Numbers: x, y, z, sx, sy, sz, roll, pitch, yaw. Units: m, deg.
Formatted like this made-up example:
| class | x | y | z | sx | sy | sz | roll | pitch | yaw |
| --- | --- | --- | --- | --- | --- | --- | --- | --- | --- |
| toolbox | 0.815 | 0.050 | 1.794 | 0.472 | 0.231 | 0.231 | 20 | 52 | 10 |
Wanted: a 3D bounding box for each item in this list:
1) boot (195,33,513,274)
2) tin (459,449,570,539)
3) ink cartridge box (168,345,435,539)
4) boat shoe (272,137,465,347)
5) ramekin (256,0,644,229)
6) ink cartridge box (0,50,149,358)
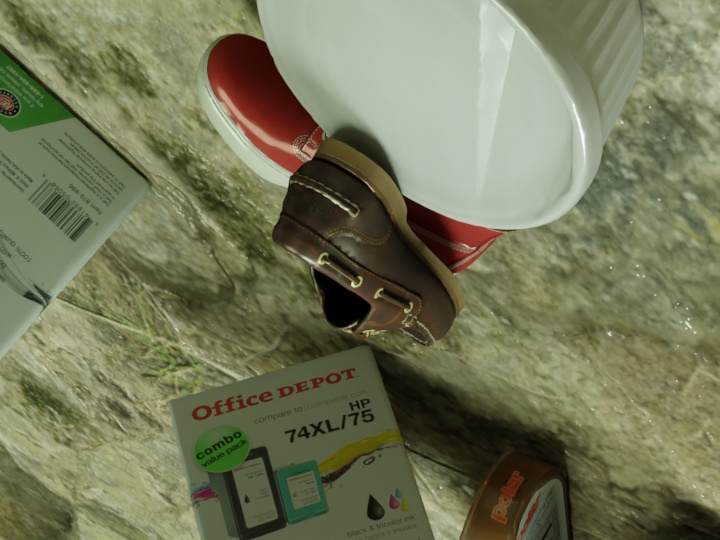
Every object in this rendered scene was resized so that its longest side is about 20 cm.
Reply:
| class | x | y | z | sx | sy | sz | roll | pitch | yaw |
| --- | --- | --- | --- | --- | --- | --- | --- | --- | --- |
| boot | 0.010 | -0.082 | 1.407 | 0.200 | 0.073 | 0.144 | 37 | 152 | -11 |
| tin | 0.102 | 0.201 | 1.643 | 0.042 | 0.112 | 0.201 | 14 | 144 | 19 |
| ink cartridge box | -0.029 | 0.183 | 1.641 | 0.147 | 0.146 | 0.201 | 79 | 173 | -48 |
| boat shoe | 0.000 | 0.000 | 1.375 | 0.070 | 0.071 | 0.200 | 23 | 165 | 29 |
| ramekin | 0.053 | -0.125 | 1.266 | 0.202 | 0.094 | 0.203 | 30 | 149 | 20 |
| ink cartridge box | -0.262 | -0.025 | 1.663 | 0.147 | 0.200 | 0.083 | 43 | 151 | -4 |
